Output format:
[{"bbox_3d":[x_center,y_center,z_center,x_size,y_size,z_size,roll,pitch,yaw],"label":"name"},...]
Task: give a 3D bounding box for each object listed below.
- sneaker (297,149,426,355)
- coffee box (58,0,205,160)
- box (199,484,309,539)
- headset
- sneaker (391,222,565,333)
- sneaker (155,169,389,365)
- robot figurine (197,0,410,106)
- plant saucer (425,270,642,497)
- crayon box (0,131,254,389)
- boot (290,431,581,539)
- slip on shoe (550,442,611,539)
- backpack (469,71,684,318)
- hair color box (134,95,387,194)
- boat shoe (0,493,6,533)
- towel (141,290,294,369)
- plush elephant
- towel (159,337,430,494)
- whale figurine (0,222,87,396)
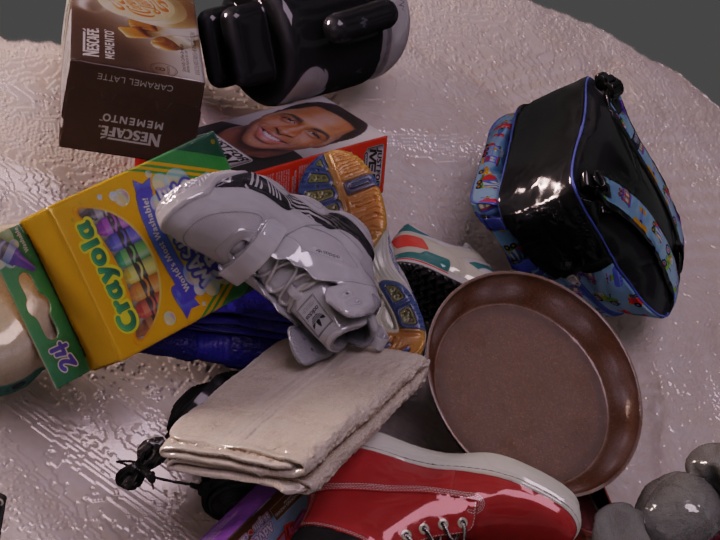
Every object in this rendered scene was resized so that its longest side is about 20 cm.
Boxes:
[{"bbox_3d":[0.000,0.000,1.430,0.075,0.088,0.201,-18,71,2],"label":"sneaker"},{"bbox_3d":[-0.197,-0.175,1.464,0.114,0.080,0.200,8,29,-12],"label":"coffee box"},{"bbox_3d":[-0.036,0.217,1.301,0.200,0.039,0.137,-42,110,-37],"label":"box"},{"bbox_3d":[-0.101,0.135,1.335,0.199,0.094,0.124,-12,62,-41],"label":"headset"},{"bbox_3d":[0.111,0.019,1.514,0.199,0.070,0.094,25,38,-12],"label":"sneaker"},{"bbox_3d":[-0.057,-0.001,1.284,0.199,0.075,0.115,17,41,-40],"label":"sneaker"},{"bbox_3d":[-0.049,-0.222,1.563,0.199,0.125,0.150,-19,54,-33],"label":"robot figurine"},{"bbox_3d":[0.137,0.097,1.407,0.199,0.035,0.201,13,57,-20],"label":"plant saucer"},{"bbox_3d":[-0.169,-0.010,1.305,0.199,0.051,0.126,-30,97,-38],"label":"crayon box"},{"bbox_3d":[0.051,0.196,1.223,0.199,0.073,0.145,11,42,11],"label":"boot"},{"bbox_3d":[0.159,0.155,1.447,0.074,0.061,0.201,-13,62,-27],"label":"slip on shoe"},{"bbox_3d":[0.207,-0.047,1.554,0.200,0.134,0.183,52,35,-30],"label":"backpack"},{"bbox_3d":[-0.085,-0.088,1.483,0.199,0.062,0.101,-18,37,-35],"label":"hair color box"},{"bbox_3d":[-0.273,0.240,1.212,0.056,0.069,0.201,3,54,-20],"label":"boat shoe"},{"bbox_3d":[-0.110,0.018,1.419,0.199,0.050,0.148,9,39,-16],"label":"towel"},{"bbox_3d":[0.255,0.230,1.349,0.164,0.200,0.156,-17,69,-22],"label":"plush elephant"},{"bbox_3d":[-0.046,0.104,1.267,0.132,0.035,0.200,7,25,29],"label":"towel"},{"bbox_3d":[-0.261,0.019,1.335,0.200,0.104,0.159,-35,73,-27],"label":"whale figurine"}]
